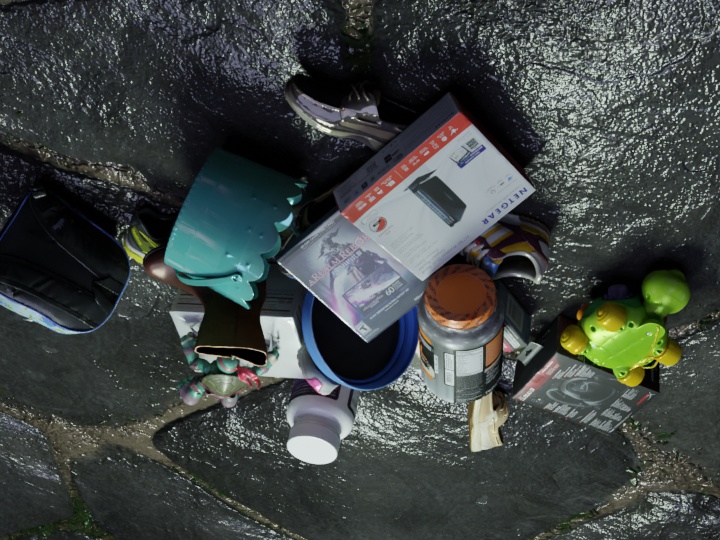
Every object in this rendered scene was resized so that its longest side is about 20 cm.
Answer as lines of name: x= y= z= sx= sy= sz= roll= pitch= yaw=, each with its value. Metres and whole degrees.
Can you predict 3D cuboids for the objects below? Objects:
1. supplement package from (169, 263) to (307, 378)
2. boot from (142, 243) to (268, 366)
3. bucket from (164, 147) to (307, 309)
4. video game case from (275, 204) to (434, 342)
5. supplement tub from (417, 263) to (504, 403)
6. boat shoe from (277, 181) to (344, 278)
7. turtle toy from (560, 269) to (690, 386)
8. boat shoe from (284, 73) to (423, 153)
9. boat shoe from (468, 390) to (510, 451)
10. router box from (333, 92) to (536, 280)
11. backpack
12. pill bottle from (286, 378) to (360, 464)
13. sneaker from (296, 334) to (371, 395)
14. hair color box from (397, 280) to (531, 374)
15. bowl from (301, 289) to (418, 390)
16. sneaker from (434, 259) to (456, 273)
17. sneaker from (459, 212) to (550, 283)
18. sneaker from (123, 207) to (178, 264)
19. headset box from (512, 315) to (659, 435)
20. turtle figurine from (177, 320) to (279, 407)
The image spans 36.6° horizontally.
supplement package: x=-0.174 y=0.077 z=1.716 sx=0.198 sy=0.111 sz=0.156 roll=3 pitch=139 yaw=14
boot: x=-0.223 y=0.053 z=1.540 sx=0.187 sy=0.201 sz=0.069 roll=17 pitch=125 yaw=-17
bucket: x=-0.172 y=-0.060 z=1.492 sx=0.134 sy=0.208 sz=0.208 roll=25 pitch=140 yaw=-2
video game case: x=0.000 y=0.000 z=1.509 sx=0.143 sy=0.019 sz=0.200 roll=-38 pitch=122 yaw=15
supplement tub: x=0.141 y=0.088 z=1.529 sx=0.121 sy=0.123 sz=0.201 roll=6 pitch=143 yaw=9
boat shoe: x=-0.060 y=-0.064 z=1.517 sx=0.200 sy=0.073 sz=0.072 roll=-46 pitch=152 yaw=26
turtle toy: x=0.390 y=0.072 z=1.559 sx=0.145 sy=0.102 sz=0.200 roll=30 pitch=137 yaw=-18
boat shoe: x=0.001 y=-0.207 z=1.377 sx=0.199 sy=0.075 sz=0.073 roll=20 pitch=131 yaw=-22
boat shoe: x=0.217 y=0.231 z=1.826 sx=0.068 sy=0.074 sz=0.201 roll=-3 pitch=140 yaw=1
router box: x=0.097 y=-0.104 z=1.402 sx=0.200 sy=0.049 sz=0.179 roll=-40 pitch=130 yaw=16
backpack: x=-0.462 y=-0.002 z=1.655 sx=0.199 sy=0.184 sz=0.147 roll=34 pitch=159 yaw=-18
pill bottle: x=-0.058 y=0.206 z=1.764 sx=0.110 sy=0.201 sz=0.112 roll=8 pitch=140 yaw=7
sneaker: x=-0.028 y=0.107 z=1.653 sx=0.081 sy=0.200 sz=0.088 roll=45 pitch=126 yaw=-11
hair color box: x=0.151 y=0.090 z=1.680 sx=0.199 sy=0.061 sz=0.099 roll=-18 pitch=131 yaw=33
bowl: x=0.000 y=0.076 z=1.605 sx=0.200 sy=0.202 sz=0.039 roll=37 pitch=153 yaw=-26
sneaker: x=0.055 y=-0.011 z=1.580 sx=0.200 sy=0.074 sz=0.082 roll=37 pitch=137 yaw=-24
sneaker: x=0.164 y=-0.038 z=1.502 sx=0.198 sy=0.091 sz=0.075 roll=10 pitch=140 yaw=3
sneaker: x=-0.262 y=-0.033 z=1.641 sx=0.198 sy=0.075 sz=0.085 roll=16 pitch=140 yaw=-2
headset box: x=0.342 y=0.163 z=1.699 sx=0.199 sy=0.078 sz=0.149 roll=22 pitch=139 yaw=-9
turtle figurine: x=-0.210 y=0.148 z=1.653 sx=0.149 sy=0.101 sz=0.200 roll=22 pitch=145 yaw=-9
